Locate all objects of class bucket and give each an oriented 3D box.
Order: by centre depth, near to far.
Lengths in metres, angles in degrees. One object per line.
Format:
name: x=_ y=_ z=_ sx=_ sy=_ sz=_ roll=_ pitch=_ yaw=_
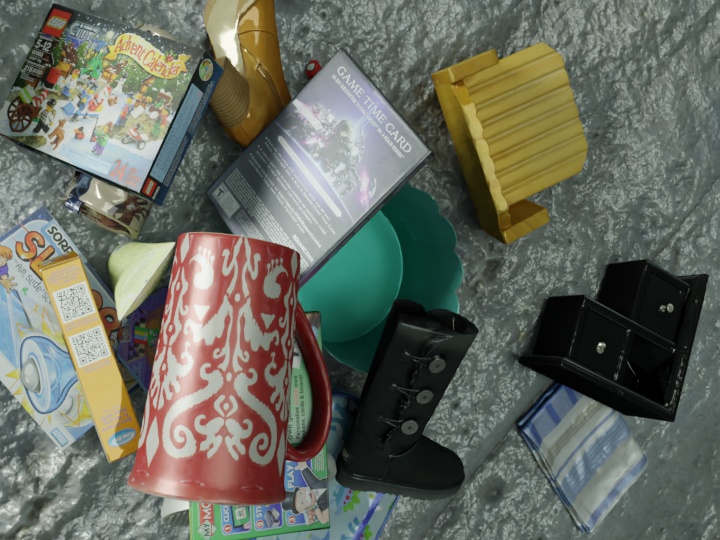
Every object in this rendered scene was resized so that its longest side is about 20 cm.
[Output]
bucket: x=0.000 y=0.000 z=0.859 sx=0.202 sy=0.134 sz=0.214 roll=-2 pitch=95 yaw=-23

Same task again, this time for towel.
towel: x=0.307 y=0.239 z=1.068 sx=0.146 sy=0.024 sz=0.202 roll=-40 pitch=107 yaw=-17

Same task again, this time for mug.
mug: x=-0.107 y=0.083 z=0.675 sx=0.130 sy=0.177 sz=0.206 roll=3 pitch=82 yaw=20

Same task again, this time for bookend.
bookend: x=0.333 y=0.064 z=1.022 sx=0.195 sy=0.092 sz=0.205 roll=26 pitch=76 yaw=-21

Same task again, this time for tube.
tube: x=-0.208 y=0.004 z=0.734 sx=0.051 sy=0.199 sz=0.060 roll=-5 pitch=95 yaw=-20

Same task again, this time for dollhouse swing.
dollhouse swing: x=0.200 y=-0.167 z=0.926 sx=0.172 sy=0.182 sz=0.205 roll=-20 pitch=101 yaw=0

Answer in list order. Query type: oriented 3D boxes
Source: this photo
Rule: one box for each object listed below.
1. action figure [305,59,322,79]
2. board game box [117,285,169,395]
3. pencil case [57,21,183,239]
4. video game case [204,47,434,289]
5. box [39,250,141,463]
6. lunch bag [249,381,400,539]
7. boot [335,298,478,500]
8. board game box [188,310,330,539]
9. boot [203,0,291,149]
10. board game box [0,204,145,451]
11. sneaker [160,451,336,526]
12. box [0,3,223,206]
action figure: x=-0.015 y=-0.166 z=0.826 sx=0.064 sy=0.201 sz=0.053 roll=-15 pitch=136 yaw=-21
board game box: x=-0.142 y=0.088 z=0.798 sx=0.201 sy=0.039 sz=0.157 roll=49 pitch=48 yaw=6
pencil case: x=-0.225 y=-0.140 z=0.783 sx=0.088 sy=0.078 sz=0.205 roll=22 pitch=84 yaw=-6
video game case: x=-0.044 y=-0.092 z=0.752 sx=0.200 sy=0.019 sz=0.144 roll=-43 pitch=71 yaw=10
box: x=-0.247 y=0.086 z=0.728 sx=0.041 sy=0.119 sz=0.205 roll=-18 pitch=100 yaw=-21
lunch bag: x=-0.031 y=0.243 z=0.893 sx=0.160 sy=0.082 sz=0.203 roll=36 pitch=80 yaw=-24
boot: x=0.072 y=0.136 z=0.811 sx=0.161 sy=0.066 sz=0.205 roll=7 pitch=111 yaw=-30
board game box: x=-0.098 y=0.144 z=0.736 sx=0.131 sy=0.029 sz=0.206 roll=-2 pitch=89 yaw=-15
boot: x=-0.105 y=-0.215 z=0.833 sx=0.144 sy=0.069 sz=0.206 roll=49 pitch=44 yaw=-50
board game box: x=-0.307 y=0.058 z=0.784 sx=0.135 sy=0.034 sz=0.202 roll=-40 pitch=108 yaw=-16
sneaker: x=-0.121 y=0.201 z=0.815 sx=0.195 sy=0.074 sz=0.084 roll=-16 pitch=58 yaw=10
box: x=-0.238 y=-0.158 z=0.728 sx=0.140 sy=0.196 sz=0.038 roll=-66 pitch=156 yaw=-5
